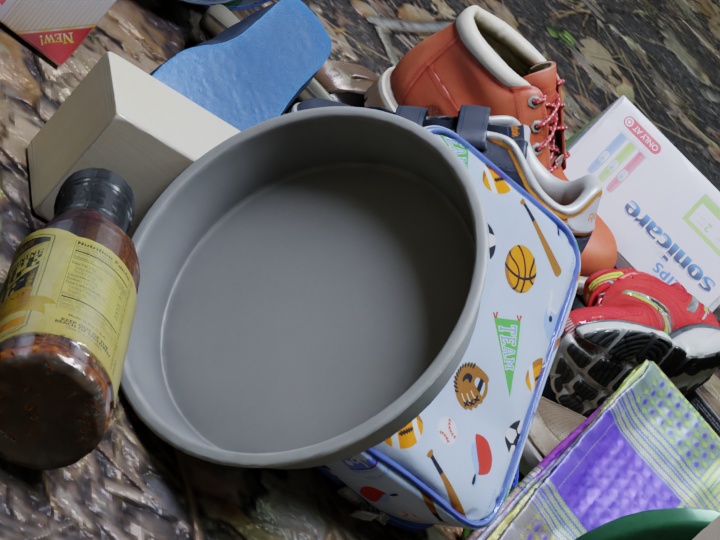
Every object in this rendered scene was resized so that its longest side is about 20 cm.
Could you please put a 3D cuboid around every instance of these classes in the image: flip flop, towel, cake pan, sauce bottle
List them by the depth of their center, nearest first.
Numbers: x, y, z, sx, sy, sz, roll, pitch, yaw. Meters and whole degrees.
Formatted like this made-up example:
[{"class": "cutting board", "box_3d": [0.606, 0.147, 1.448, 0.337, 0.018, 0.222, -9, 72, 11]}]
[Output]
[{"class": "sauce bottle", "box_3d": [-0.137, 0.015, 0.960, 0.066, 0.066, 0.200, 37, 21, -17]}, {"class": "cake pan", "box_3d": [-0.027, 0.012, 1.006, 0.201, 0.199, 0.037, 63, 4, 38]}, {"class": "towel", "box_3d": [0.150, 0.155, 1.123, 0.144, 0.023, 0.200, 48, 58, 1]}, {"class": "flip flop", "box_3d": [-0.019, -0.116, 1.353, 0.200, 0.058, 0.081, 40, -14, 5]}]

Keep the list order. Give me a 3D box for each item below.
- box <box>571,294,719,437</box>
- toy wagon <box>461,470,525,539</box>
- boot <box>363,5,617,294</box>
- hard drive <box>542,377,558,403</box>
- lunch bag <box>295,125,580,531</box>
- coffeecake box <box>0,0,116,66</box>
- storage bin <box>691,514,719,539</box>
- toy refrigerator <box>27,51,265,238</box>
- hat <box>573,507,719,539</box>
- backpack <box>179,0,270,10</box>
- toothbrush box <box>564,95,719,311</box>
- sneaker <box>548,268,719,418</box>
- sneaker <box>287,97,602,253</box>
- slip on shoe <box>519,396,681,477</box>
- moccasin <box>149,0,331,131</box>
[{"class": "box", "box_3d": [0.205, 0.086, 1.395, 0.200, 0.035, 0.110, 50, 1, 1]}, {"class": "toy wagon", "box_3d": [0.120, 0.163, 1.176, 0.155, 0.040, 0.201, 28, 28, -35]}, {"class": "boot", "box_3d": [0.106, -0.075, 1.299, 0.200, 0.107, 0.075, 44, 32, -6]}, {"class": "hard drive", "box_3d": [0.110, 0.040, 1.345, 0.200, 0.033, 0.139, 51, 11, 13]}, {"class": "lunch bag", "box_3d": [0.035, 0.037, 1.092, 0.160, 0.075, 0.201, 39, 61, -31]}, {"class": "coffeecake box", "box_3d": [-0.169, -0.244, 1.167, 0.153, 0.200, 0.073, 36, 23, -19]}, {"class": "storage bin", "box_3d": [0.194, 0.234, 0.973, 0.198, 0.200, 0.094, 38, 21, -15]}, {"class": "toy refrigerator", "box_3d": [-0.079, -0.032, 1.121, 0.199, 0.076, 0.070, 30, 27, -31]}, {"class": "hat", "box_3d": [0.171, 0.163, 1.091, 0.199, 0.166, 0.176, 35, 21, -14]}, {"class": "backpack", "box_3d": [-0.098, -0.265, 1.359, 0.200, 0.183, 0.148, 33, 31, -41]}, {"class": "toothbrush box", "box_3d": [0.188, -0.029, 1.455, 0.146, 0.086, 0.200, 45, -6, 1]}, {"class": "sneaker", "box_3d": [0.159, 0.038, 1.266, 0.199, 0.077, 0.085, 5, 46, -57]}, {"class": "sneaker", "box_3d": [0.053, -0.068, 1.241, 0.199, 0.080, 0.079, 27, 22, -7]}, {"class": "slip on shoe", "box_3d": [0.159, 0.115, 1.192, 0.199, 0.061, 0.076, 35, 24, -23]}, {"class": "moccasin", "box_3d": [-0.084, -0.097, 1.227, 0.081, 0.068, 0.200, 56, 39, -1]}]
